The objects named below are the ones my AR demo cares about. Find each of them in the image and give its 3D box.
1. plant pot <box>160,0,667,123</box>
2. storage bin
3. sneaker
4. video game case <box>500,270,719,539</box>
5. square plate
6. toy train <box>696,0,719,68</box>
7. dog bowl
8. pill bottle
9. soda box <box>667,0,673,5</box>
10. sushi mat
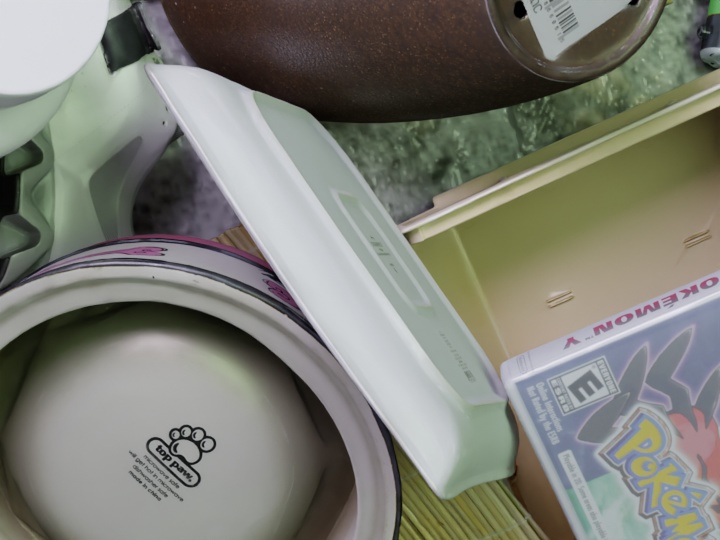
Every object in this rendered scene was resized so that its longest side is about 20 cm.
[{"bbox_3d":[0.036,-0.139,1.135,0.186,0.200,0.188,-8,107,-29],"label":"plant pot"},{"bbox_3d":[0.135,0.032,1.209,0.198,0.094,0.201,-24,97,7],"label":"storage bin"},{"bbox_3d":[-0.116,-0.087,1.143,0.088,0.074,0.201,5,90,-30],"label":"sneaker"},{"bbox_3d":[0.179,0.088,1.143,0.182,0.023,0.200,-23,115,7],"label":"video game case"},{"bbox_3d":[0.000,0.000,1.086,0.028,0.200,0.198,-36,82,8],"label":"square plate"},{"bbox_3d":[0.211,-0.185,1.373,0.056,0.042,0.201,18,74,-18],"label":"toy train"},{"bbox_3d":[-0.080,0.074,1.080,0.200,0.200,0.074,50,19,-15],"label":"dog bowl"},{"bbox_3d":[-0.174,-0.088,1.029,0.111,0.200,0.112,5,80,-30],"label":"pill bottle"},{"bbox_3d":[0.086,-0.214,1.286,0.068,0.064,0.201,-11,89,-32],"label":"soda box"},{"bbox_3d":[-0.010,0.065,1.174,0.200,0.096,0.012,52,33,-14],"label":"sushi mat"}]
